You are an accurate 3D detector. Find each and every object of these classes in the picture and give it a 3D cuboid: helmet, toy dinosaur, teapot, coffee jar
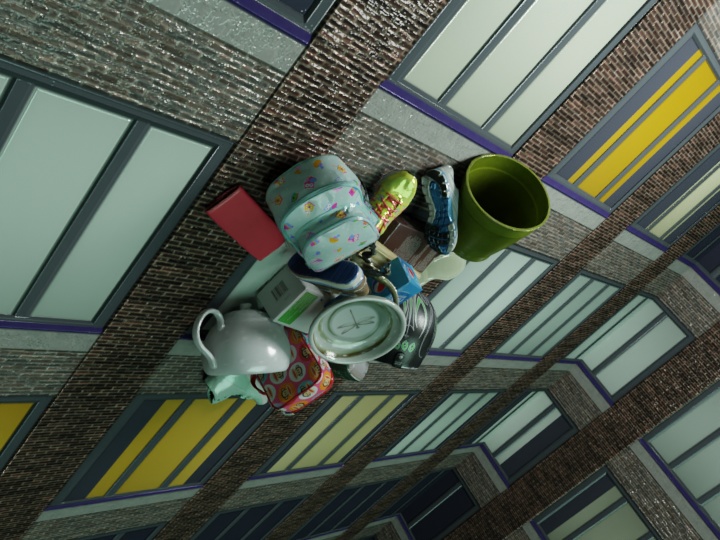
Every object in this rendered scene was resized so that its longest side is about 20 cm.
[{"bbox_3d":[0.096,0.131,1.601,0.200,0.200,0.191,12,92,-50],"label":"helmet"},{"bbox_3d":[0.019,-0.008,1.273,0.047,0.200,0.088,-54,-174,-36],"label":"toy dinosaur"},{"bbox_3d":[-0.242,0.141,1.364,0.197,0.146,0.200,-2,175,-10],"label":"teapot"},{"bbox_3d":[-0.087,0.202,1.552,0.104,0.200,0.085,48,53,-56],"label":"coffee jar"}]

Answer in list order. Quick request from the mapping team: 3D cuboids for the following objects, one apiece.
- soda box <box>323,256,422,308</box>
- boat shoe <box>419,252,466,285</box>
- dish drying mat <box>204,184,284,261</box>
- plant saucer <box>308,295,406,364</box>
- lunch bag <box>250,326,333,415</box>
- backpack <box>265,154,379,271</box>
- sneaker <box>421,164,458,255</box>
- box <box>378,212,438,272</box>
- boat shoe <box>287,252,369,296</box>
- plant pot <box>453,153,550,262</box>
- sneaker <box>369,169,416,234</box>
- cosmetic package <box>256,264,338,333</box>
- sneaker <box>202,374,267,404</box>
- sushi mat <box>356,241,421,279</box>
[{"bbox_3d":[0.025,0.058,1.374,0.200,0.068,0.064,-34,147,19],"label":"soda box"},{"bbox_3d":[0.172,-0.007,1.620,0.201,0.061,0.072,-15,110,-31],"label":"boat shoe"},{"bbox_3d":[-0.205,-0.084,1.200,0.077,0.018,0.200,-35,148,2],"label":"dish drying mat"},{"bbox_3d":[-0.010,0.109,1.322,0.200,0.050,0.200,-8,135,-8],"label":"plant saucer"},{"bbox_3d":[-0.170,0.217,1.477,0.176,0.200,0.082,-35,148,9],"label":"lunch bag"},{"bbox_3d":[-0.067,-0.104,1.173,0.176,0.153,0.200,-28,146,5],"label":"backpack"},{"bbox_3d":[0.183,-0.130,1.390,0.087,0.075,0.200,-40,133,-46],"label":"sneaker"},{"bbox_3d":[0.093,-0.066,1.444,0.100,0.075,0.200,-50,147,18],"label":"box"},{"bbox_3d":[-0.065,0.013,1.269,0.072,0.200,0.072,-52,132,-17],"label":"boat shoe"},{"bbox_3d":[0.282,-0.119,1.456,0.200,0.201,0.193,-14,156,-29],"label":"plant pot"},{"bbox_3d":[0.040,-0.112,1.294,0.078,0.090,0.200,37,111,-17],"label":"sneaker"},{"bbox_3d":[-0.117,0.070,1.431,0.108,0.085,0.200,-45,147,12],"label":"cosmetic package"},{"bbox_3d":[-0.303,0.284,1.566,0.118,0.074,0.201,-34,140,-11],"label":"sneaker"},{"bbox_3d":[0.045,0.000,1.380,0.096,0.012,0.200,-34,144,18],"label":"sushi mat"}]
